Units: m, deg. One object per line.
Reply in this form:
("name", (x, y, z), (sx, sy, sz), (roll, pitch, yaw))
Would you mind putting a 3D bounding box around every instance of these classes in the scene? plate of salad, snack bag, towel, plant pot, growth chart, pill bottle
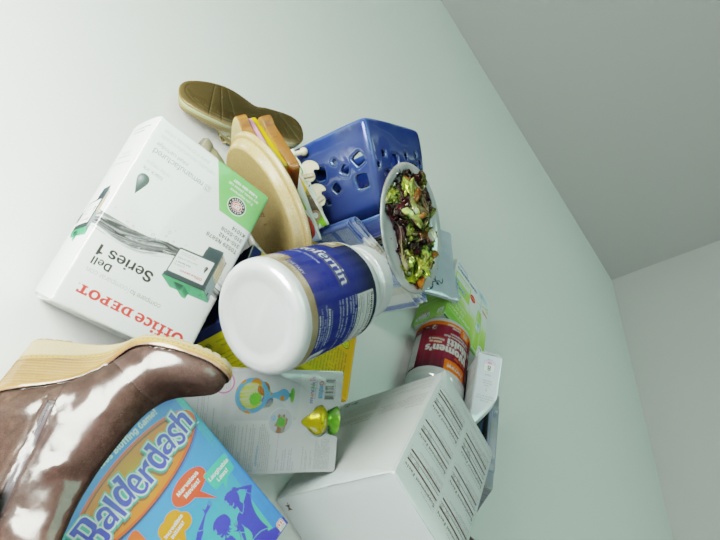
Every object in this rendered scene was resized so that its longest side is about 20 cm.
("plate of salad", (0.089, -0.066, 0.818), (0.199, 0.047, 0.204), (9, 79, -55))
("snack bag", (0.109, -0.033, 1.081), (0.197, 0.021, 0.191), (15, 50, -18))
("towel", (0.000, 0.000, 0.856), (0.200, 0.146, 0.024), (46, 51, -27))
("plant pot", (0.001, -0.129, 0.908), (0.199, 0.198, 0.183), (-10, 84, -57))
("growth chart", (-0.117, -0.091, 0.787), (0.142, 0.018, 0.203), (-10, 70, -12))
("pill bottle", (0.137, 0.189, 0.961), (0.110, 0.109, 0.201), (51, 34, -20))
("pill bottle", (-0.049, 0.030, 0.587), (0.199, 0.115, 0.117), (-17, 83, -58))

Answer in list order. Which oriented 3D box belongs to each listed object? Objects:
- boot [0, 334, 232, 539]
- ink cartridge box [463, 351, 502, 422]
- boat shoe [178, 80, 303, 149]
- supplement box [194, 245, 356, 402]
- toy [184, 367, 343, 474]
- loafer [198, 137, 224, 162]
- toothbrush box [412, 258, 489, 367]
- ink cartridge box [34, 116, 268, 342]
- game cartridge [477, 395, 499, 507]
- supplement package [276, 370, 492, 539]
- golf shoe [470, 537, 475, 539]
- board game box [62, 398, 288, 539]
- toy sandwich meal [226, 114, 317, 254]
("boot", (-0.214, 0.139, 0.433), (0.073, 0.196, 0.168), (89, 4, -53))
("ink cartridge box", (0.194, 0.263, 0.920), (0.163, 0.056, 0.203), (93, 8, -62))
("boat shoe", (-0.186, -0.220, 0.810), (0.198, 0.066, 0.075), (17, 55, -32))
("supplement box", (-0.110, 0.085, 0.671), (0.200, 0.108, 0.111), (43, 38, -31))
("toy", (-0.120, 0.166, 0.598), (0.197, 0.047, 0.117), (7, 87, -21))
("loafer", (-0.212, -0.094, 0.676), (0.068, 0.075, 0.202), (38, 39, -26))
("toothbrush box", (0.200, 0.096, 1.142), (0.146, 0.085, 0.201), (52, 32, -18))
("ink cartridge box", (-0.208, -0.028, 0.549), (0.146, 0.084, 0.202), (35, 70, -36))
("game cartridge", (0.214, 0.336, 0.968), (0.038, 0.131, 0.201), (15, 38, 7))
("supplement package", (0.041, 0.267, 0.689), (0.148, 0.190, 0.200), (58, 33, -7))
("golf shoe", (0.133, 0.469, 0.817), (0.199, 0.077, 0.089), (7, 43, -56))
("board game box", (-0.180, 0.231, 0.496), (0.201, 0.045, 0.152), (55, 49, -15))
("toy sandwich meal", (-0.106, -0.098, 0.686), (0.070, 0.205, 0.207), (-30, 95, -26))
